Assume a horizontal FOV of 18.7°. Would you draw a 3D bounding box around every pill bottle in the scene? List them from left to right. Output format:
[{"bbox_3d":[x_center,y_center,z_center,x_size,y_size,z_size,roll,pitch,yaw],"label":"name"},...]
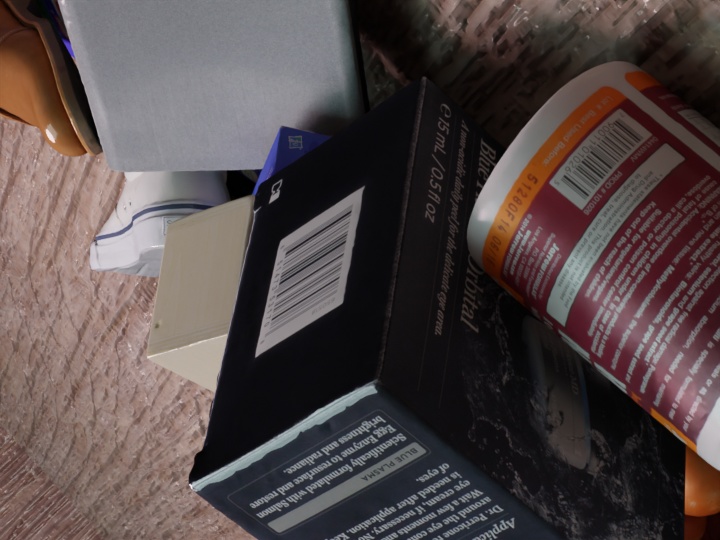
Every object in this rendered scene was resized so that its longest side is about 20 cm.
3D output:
[{"bbox_3d":[0.149,0.013,0.899,0.200,0.110,0.110,41,162,20],"label":"pill bottle"}]

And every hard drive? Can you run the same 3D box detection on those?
[{"bbox_3d":[-0.072,-0.123,1.058,0.139,0.033,0.201,-1,144,6],"label":"hard drive"}]

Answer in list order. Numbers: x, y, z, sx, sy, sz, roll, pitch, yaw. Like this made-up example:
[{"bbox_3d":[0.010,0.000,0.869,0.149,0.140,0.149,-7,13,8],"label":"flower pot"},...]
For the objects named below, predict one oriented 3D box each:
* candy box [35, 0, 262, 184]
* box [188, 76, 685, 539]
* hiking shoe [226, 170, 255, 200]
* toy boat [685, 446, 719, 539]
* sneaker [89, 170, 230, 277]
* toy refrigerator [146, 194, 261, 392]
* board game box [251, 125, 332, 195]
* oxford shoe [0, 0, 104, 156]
[{"bbox_3d":[-0.111,-0.161,1.193,0.200,0.077,0.170,37,159,32],"label":"candy box"},{"bbox_3d":[0.045,0.057,0.996,0.117,0.197,0.200,-31,122,33],"label":"box"},{"bbox_3d":[-0.075,-0.062,1.338,0.101,0.075,0.201,-146,33,-85],"label":"hiking shoe"},{"bbox_3d":[0.160,0.127,1.155,0.200,0.130,0.131,40,131,19],"label":"toy boat"},{"bbox_3d":[-0.108,-0.035,1.248,0.073,0.071,0.200,6,172,-18],"label":"sneaker"},{"bbox_3d":[-0.014,0.041,1.119,0.070,0.076,0.200,-16,147,40],"label":"toy refrigerator"},{"bbox_3d":[0.000,0.000,1.170,0.134,0.045,0.200,12,155,-9],"label":"board game box"},{"bbox_3d":[-0.189,-0.101,1.196,0.200,0.071,0.072,45,159,58],"label":"oxford shoe"}]
